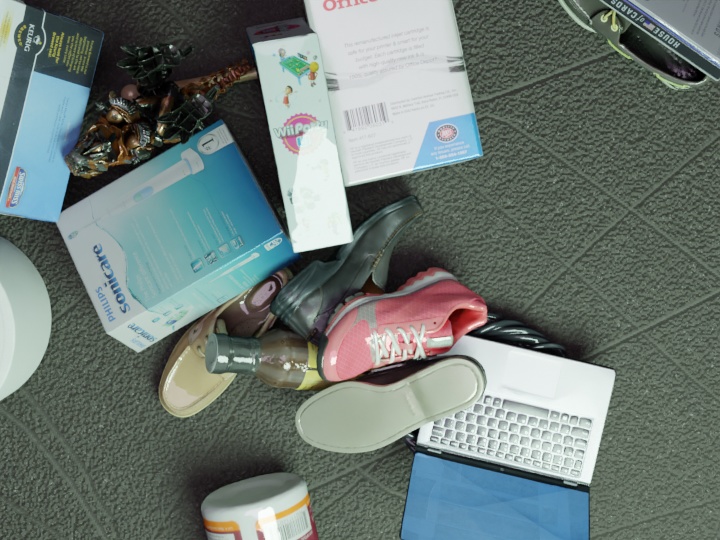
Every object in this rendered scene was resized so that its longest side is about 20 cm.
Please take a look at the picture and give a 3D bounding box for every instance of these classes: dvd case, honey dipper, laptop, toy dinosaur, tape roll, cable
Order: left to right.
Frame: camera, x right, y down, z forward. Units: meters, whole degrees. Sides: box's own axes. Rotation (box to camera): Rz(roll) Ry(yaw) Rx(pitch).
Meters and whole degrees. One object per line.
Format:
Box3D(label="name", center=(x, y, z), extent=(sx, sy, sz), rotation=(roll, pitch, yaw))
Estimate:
Box3D(label="tape roll", center=(-0.430, 0.055, 1.079), extent=(0.202, 0.139, 0.203), rotation=(0, 95, -1))
Box3D(label="toy dinosaur", center=(-0.199, -0.162, 1.052), extent=(0.102, 0.136, 0.200), rotation=(37, 69, -7))
Box3D(label="honey dipper", center=(-0.153, -0.200, 1.122), extent=(0.200, 0.038, 0.038), rotation=(-9, 94, 3))
Box3D(label="cable", center=(0.127, 0.125, 1.150), extent=(0.200, 0.051, 0.163), rotation=(-31, 90, 4))
Box3D(label="laptop", center=(0.151, 0.180, 1.066), extent=(0.187, 0.116, 0.200), rotation=(13, 92, 2))
Box3D(label="dvd case", center=(0.306, -0.297, 1.088), extent=(0.200, 0.025, 0.150), rotation=(34, 55, -4))

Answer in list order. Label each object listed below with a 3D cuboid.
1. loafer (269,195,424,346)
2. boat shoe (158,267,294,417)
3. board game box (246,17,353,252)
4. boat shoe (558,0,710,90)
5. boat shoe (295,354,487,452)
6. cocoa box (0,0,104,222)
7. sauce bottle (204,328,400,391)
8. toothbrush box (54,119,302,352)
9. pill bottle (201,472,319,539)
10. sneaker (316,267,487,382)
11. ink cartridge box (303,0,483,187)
Box3D(label="loafer", center=(0.000, 0.000, 1.100), extent=(0.200, 0.073, 0.072), rotation=(-42, 84, -19))
Box3D(label="boat shoe", center=(-0.145, 0.072, 1.124), extent=(0.071, 0.065, 0.200), rotation=(37, 92, -4))
Box3D(label="board game box", center=(-0.059, -0.136, 1.045), extent=(0.064, 0.148, 0.200), rotation=(-11, 109, -4))
Box3D(label="boat shoe", center=(0.284, -0.261, 1.110), extent=(0.201, 0.061, 0.072), rotation=(37, 103, -3))
Box3D(label="boat shoe", center=(0.033, 0.131, 1.072), extent=(0.200, 0.063, 0.073), rotation=(-19, 92, 16))
Box3D(label="cocoa box", center=(-0.360, -0.163, 1.046), extent=(0.133, 0.131, 0.200), rotation=(18, 95, 37))
Box3D(label="sauce bottle", center=(-0.058, 0.090, 1.095), extent=(0.200, 0.065, 0.065), rotation=(8, 94, -26))
Box3D(label="toothbrush box", center=(-0.184, -0.033, 1.081), extent=(0.200, 0.085, 0.147), rotation=(-31, 69, 0))
Box3D(label="pill bottle", center=(-0.091, 0.324, 1.120), extent=(0.114, 0.114, 0.200), rotation=(-12, 95, -1))
Box3D(label="sneaker", center=(0.045, 0.056, 1.056), extent=(0.200, 0.087, 0.074), rotation=(-27, 127, -34))
Box3D(label="ink cartridge box", center=(0.031, -0.198, 1.099), extent=(0.146, 0.084, 0.200), rotation=(-12, 94, -1))
